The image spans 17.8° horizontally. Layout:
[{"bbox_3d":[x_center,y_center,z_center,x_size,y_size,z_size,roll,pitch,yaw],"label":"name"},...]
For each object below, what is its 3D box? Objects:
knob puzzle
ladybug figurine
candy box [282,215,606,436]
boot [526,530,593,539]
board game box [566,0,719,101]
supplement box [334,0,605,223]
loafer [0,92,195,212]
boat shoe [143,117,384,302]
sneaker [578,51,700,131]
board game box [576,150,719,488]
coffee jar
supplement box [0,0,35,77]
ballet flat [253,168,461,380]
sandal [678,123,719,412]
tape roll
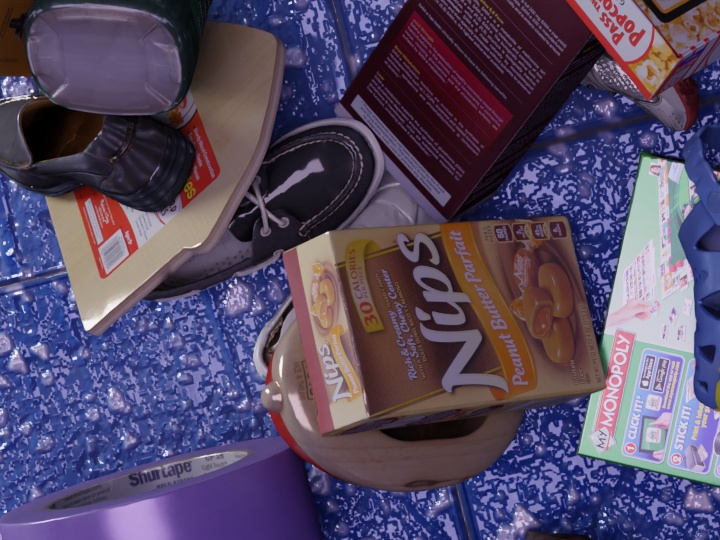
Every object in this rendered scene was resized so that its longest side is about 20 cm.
[{"bbox_3d":[-0.117,-0.076,1.483,0.219,0.030,0.221,-24,50,32],"label":"knob puzzle"},{"bbox_3d":[0.015,0.077,1.461,0.072,0.199,0.137,-26,67,49],"label":"ladybug figurine"},{"bbox_3d":[0.054,0.032,1.424,0.055,0.199,0.116,-25,74,49],"label":"candy box"},{"bbox_3d":[0.196,0.202,1.445,0.199,0.064,0.187,27,140,8],"label":"boot"},{"bbox_3d":[0.164,-0.214,1.338,0.151,0.046,0.200,-29,75,-30],"label":"board game box"},{"bbox_3d":[0.076,-0.132,1.411,0.109,0.061,0.200,48,136,10],"label":"supplement box"},{"bbox_3d":[-0.192,-0.090,1.483,0.199,0.072,0.073,9,71,45],"label":"loafer"},{"bbox_3d":[-0.074,-0.036,1.485,0.199,0.060,0.074,-24,91,30],"label":"boat shoe"},{"bbox_3d":[0.128,-0.144,1.468,0.199,0.078,0.083,34,107,14],"label":"sneaker"},{"bbox_3d":[0.224,0.035,1.482,0.133,0.029,0.202,13,97,9],"label":"board game box"},{"bbox_3d":[-0.136,-0.185,1.448,0.103,0.201,0.086,5,129,10],"label":"coffee jar"},{"bbox_3d":[-0.227,-0.162,1.459,0.068,0.200,0.067,20,98,7],"label":"supplement box"},{"bbox_3d":[0.000,0.000,1.501,0.069,0.069,0.200,41,100,5],"label":"ballet flat"},{"bbox_3d":[0.235,-0.012,1.433,0.087,0.079,0.202,18,105,39],"label":"sandal"},{"bbox_3d":[-0.125,0.173,1.470,0.198,0.200,0.086,-15,93,11],"label":"tape roll"}]
